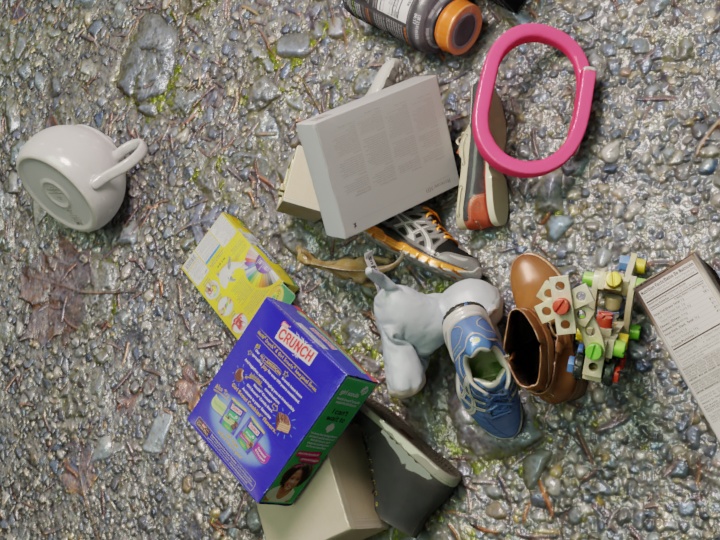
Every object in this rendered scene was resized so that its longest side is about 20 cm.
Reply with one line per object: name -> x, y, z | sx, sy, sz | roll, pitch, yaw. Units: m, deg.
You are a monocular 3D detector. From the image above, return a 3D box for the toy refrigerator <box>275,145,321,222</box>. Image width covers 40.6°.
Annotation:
toy refrigerator -> -0.076, -0.116, 1.340 | 0.069, 0.200, 0.076 | 16, 88, -8

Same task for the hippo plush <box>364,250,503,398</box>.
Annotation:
hippo plush -> 0.100, 0.058, 1.237 | 0.160, 0.159, 0.201 | -10, 106, 3

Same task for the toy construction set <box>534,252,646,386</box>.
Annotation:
toy construction set -> 0.269, 0.052, 1.095 | 0.092, 0.199, 0.132 | 14, 103, 34

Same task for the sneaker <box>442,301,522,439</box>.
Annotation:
sneaker -> 0.147, 0.134, 1.152 | 0.075, 0.201, 0.077 | -24, 33, 4

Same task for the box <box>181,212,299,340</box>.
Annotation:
box -> -0.176, 0.018, 1.465 | 0.118, 0.048, 0.200 | -51, 56, 13

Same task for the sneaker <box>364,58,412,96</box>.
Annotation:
sneaker -> 0.015, -0.205, 1.378 | 0.080, 0.076, 0.201 | 14, 86, 43

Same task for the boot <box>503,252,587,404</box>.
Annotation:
boot -> 0.199, 0.060, 1.148 | 0.076, 0.155, 0.201 | -19, 70, 28

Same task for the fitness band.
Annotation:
fitness band -> 0.217, -0.213, 1.224 | 0.143, 0.037, 0.201 | 13, 80, 2

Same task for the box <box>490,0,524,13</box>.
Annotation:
box -> 0.127, -0.462, 1.280 | 0.196, 0.200, 0.124 | 40, 102, 32

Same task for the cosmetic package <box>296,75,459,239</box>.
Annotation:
cosmetic package -> 0.027, -0.148, 1.249 | 0.052, 0.199, 0.152 | 10, 121, 55

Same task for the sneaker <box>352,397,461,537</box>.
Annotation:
sneaker -> 0.026, 0.248, 1.266 | 0.200, 0.075, 0.107 | 39, 99, 31

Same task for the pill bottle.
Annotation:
pill bottle -> 0.074, -0.369, 1.352 | 0.200, 0.106, 0.107 | 37, 100, 33

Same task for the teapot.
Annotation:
teapot -> -0.462, -0.173, 1.631 | 0.199, 0.198, 0.146 | 33, 58, 6

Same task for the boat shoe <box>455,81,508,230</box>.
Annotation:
boat shoe -> 0.154, -0.152, 1.278 | 0.062, 0.071, 0.202 | -7, 80, 34

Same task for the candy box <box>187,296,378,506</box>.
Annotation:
candy box -> -0.102, 0.165, 1.234 | 0.169, 0.077, 0.201 | 41, 103, 33

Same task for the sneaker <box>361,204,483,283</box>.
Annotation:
sneaker -> 0.084, -0.046, 1.297 | 0.199, 0.078, 0.078 | 30, 86, 32

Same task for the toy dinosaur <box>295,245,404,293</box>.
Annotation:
toy dinosaur -> 0.000, 0.000, 1.318 | 0.199, 0.101, 0.059 | 5, 88, 39

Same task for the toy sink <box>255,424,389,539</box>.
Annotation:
toy sink -> -0.064, 0.270, 1.299 | 0.130, 0.112, 0.201 | -30, 65, 23

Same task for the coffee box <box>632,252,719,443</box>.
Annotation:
coffee box -> 0.387, 0.092, 1.047 | 0.080, 0.113, 0.201 | -34, 63, 22
